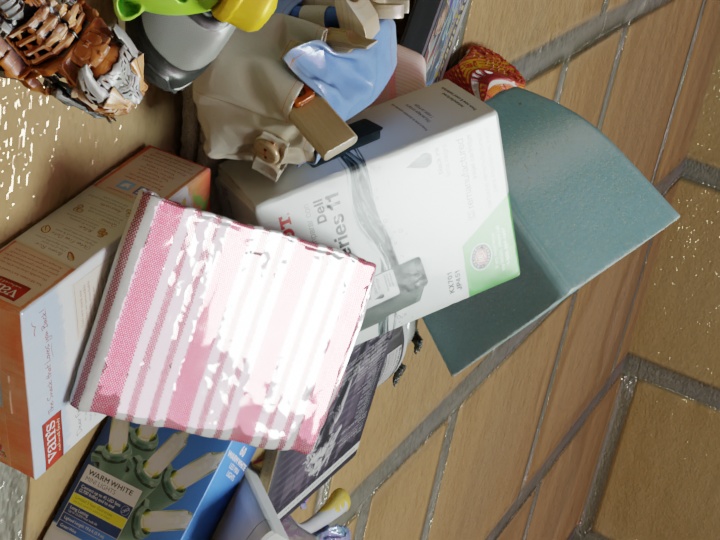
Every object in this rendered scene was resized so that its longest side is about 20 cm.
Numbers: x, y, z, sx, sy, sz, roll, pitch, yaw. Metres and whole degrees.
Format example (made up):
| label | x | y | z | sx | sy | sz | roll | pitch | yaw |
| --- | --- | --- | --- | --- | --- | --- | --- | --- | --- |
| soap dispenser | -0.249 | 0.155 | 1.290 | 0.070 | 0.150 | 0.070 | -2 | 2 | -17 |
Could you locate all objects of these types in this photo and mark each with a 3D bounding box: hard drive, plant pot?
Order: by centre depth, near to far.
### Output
| label | x | y | z | sx | sy | sz | roll | pitch | yaw |
| --- | --- | --- | --- | --- | --- | --- | --- | --- | --- |
| hard drive | -0.120 | 0.217 | 1.052 | 0.132 | 0.027 | 0.200 | -56 | -159 | 4 |
| plant pot | 0.140 | -0.054 | 1.292 | 0.195 | 0.201 | 0.196 | -30 | 172 | -40 |

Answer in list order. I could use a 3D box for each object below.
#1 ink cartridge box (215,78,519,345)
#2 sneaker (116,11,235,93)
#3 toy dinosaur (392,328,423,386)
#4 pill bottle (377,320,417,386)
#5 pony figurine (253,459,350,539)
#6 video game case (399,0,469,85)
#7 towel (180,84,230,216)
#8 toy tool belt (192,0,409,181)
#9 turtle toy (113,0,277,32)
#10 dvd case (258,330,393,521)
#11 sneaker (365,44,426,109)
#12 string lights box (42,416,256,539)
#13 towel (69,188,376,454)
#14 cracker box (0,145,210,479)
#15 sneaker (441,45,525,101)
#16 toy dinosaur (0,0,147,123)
| label | x | y | z | sx | sy | sz | roll | pitch | yaw |
| --- | --- | --- | --- | --- | --- | --- | --- | --- | --- |
| ink cartridge box | 0.008 | -0.035 | 0.999 | 0.198 | 0.083 | 0.148 | -23 | 122 | -16 |
| sneaker | -0.087 | -0.200 | 0.840 | 0.074 | 0.079 | 0.201 | 37 | 63 | -24 |
| toy dinosaur | 0.016 | 0.069 | 1.377 | 0.201 | 0.088 | 0.048 | -55 | 170 | -32 |
| pill bottle | -0.023 | 0.067 | 1.243 | 0.200 | 0.110 | 0.112 | -29 | 136 | -60 |
| pony figurine | -0.082 | 0.246 | 1.256 | 0.200 | 0.165 | 0.195 | -6 | 84 | -64 |
| video game case | 0.064 | -0.210 | 1.260 | 0.181 | 0.025 | 0.202 | 17 | 93 | -82 |
| towel | -0.092 | -0.105 | 1.016 | 0.132 | 0.034 | 0.202 | -42 | 148 | -48 |
| toy tool belt | -0.020 | -0.146 | 0.929 | 0.200 | 0.122 | 0.126 | -53 | 148 | -39 |
| turtle toy | -0.096 | -0.232 | 0.760 | 0.202 | 0.145 | 0.101 | -66 | -161 | -5 |
| dvd case | -0.030 | 0.117 | 1.102 | 0.148 | 0.016 | 0.201 | -36 | 150 | -46 |
| sneaker | 0.002 | -0.086 | 1.061 | 0.075 | 0.104 | 0.202 | -129 | -130 | -75 |
| string lights box | -0.147 | 0.148 | 1.019 | 0.201 | 0.102 | 0.059 | -64 | 160 | -15 |
| towel | -0.087 | 0.039 | 0.894 | 0.199 | 0.030 | 0.148 | 17 | 95 | -37 |
| cracker box | -0.176 | 0.022 | 0.889 | 0.200 | 0.057 | 0.135 | -46 | 149 | -48 |
| sneaker | 0.115 | -0.188 | 1.436 | 0.200 | 0.073 | 0.077 | -32 | 161 | -54 |
| toy dinosaur | -0.180 | -0.140 | 0.582 | 0.102 | 0.135 | 0.201 | -36 | 104 | -28 |
